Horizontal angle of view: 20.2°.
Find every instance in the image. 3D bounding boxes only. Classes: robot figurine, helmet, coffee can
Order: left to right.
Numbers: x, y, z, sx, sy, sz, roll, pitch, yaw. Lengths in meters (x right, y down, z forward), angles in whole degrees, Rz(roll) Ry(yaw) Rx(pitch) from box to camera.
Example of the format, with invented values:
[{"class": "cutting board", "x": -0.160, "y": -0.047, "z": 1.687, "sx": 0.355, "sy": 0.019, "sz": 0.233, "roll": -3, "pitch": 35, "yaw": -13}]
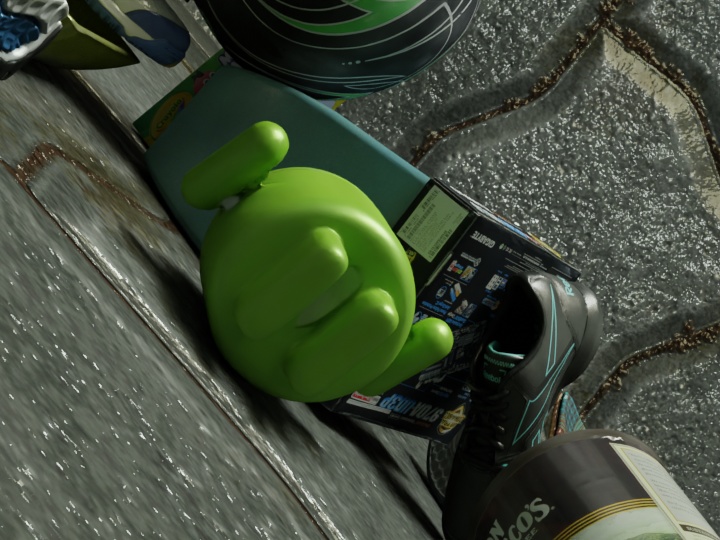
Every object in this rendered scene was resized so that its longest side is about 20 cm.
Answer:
[{"class": "robot figurine", "x": -0.032, "y": 0.005, "z": 1.152, "sx": 0.175, "sy": 0.116, "sz": 0.200, "roll": 47, "pitch": 4, "yaw": -13}, {"class": "helmet", "x": -0.013, "y": -0.213, "z": 1.410, "sx": 0.191, "sy": 0.200, "sz": 0.200, "roll": 45, "pitch": 4, "yaw": -8}, {"class": "coffee can", "x": 0.168, "y": 0.211, "z": 1.251, "sx": 0.146, "sy": 0.146, "sz": 0.200, "roll": 48, "pitch": 4, "yaw": -32}]

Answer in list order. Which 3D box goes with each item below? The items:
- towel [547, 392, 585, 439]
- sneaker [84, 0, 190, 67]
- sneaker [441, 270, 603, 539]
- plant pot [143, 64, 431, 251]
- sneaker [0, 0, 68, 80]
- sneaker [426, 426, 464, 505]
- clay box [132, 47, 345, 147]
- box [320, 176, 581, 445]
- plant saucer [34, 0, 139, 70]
[{"class": "towel", "x": 0.215, "y": 0.230, "z": 1.866, "sx": 0.147, "sy": 0.022, "sz": 0.200, "roll": -74, "pitch": 143, "yaw": -53}, {"class": "sneaker", "x": -0.170, "y": -0.233, "z": 1.384, "sx": 0.200, "sy": 0.088, "sz": 0.075, "roll": 52, "pitch": 2, "yaw": 6}, {"class": "sneaker", "x": 0.092, "y": 0.092, "z": 1.341, "sx": 0.075, "sy": 0.200, "sz": 0.079, "roll": 15, "pitch": -9, "yaw": 38}, {"class": "plant pot", "x": -0.043, "y": -0.039, "z": 1.384, "sx": 0.200, "sy": 0.141, "sz": 0.141, "roll": 40, "pitch": -1, "yaw": 27}, {"class": "sneaker", "x": -0.217, "y": -0.156, "z": 1.040, "sx": 0.087, "sy": 0.075, "sz": 0.200, "roll": 43, "pitch": -5, "yaw": 6}, {"class": "sneaker", "x": 0.131, "y": 0.185, "z": 1.498, "sx": 0.146, "sy": 0.077, "sz": 0.202, "roll": 34, "pitch": 22, "yaw": -35}, {"class": "clay box", "x": -0.068, "y": -0.144, "z": 1.563, "sx": 0.048, "sy": 0.200, "sz": 0.115, "roll": 51, "pitch": 3, "yaw": 25}, {"class": "box", "x": 0.054, "y": 0.033, "z": 1.350, "sx": 0.046, "sy": 0.159, "sz": 0.200, "roll": 41, "pitch": 8, "yaw": 27}, {"class": "plant saucer", "x": -0.241, "y": -0.206, "z": 1.315, "sx": 0.200, "sy": 0.048, "sz": 0.200, "roll": 50, "pitch": 4, "yaw": 3}]
